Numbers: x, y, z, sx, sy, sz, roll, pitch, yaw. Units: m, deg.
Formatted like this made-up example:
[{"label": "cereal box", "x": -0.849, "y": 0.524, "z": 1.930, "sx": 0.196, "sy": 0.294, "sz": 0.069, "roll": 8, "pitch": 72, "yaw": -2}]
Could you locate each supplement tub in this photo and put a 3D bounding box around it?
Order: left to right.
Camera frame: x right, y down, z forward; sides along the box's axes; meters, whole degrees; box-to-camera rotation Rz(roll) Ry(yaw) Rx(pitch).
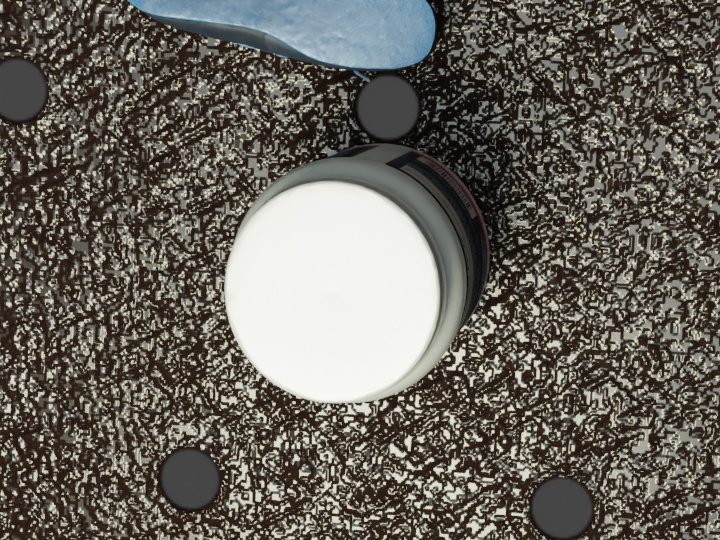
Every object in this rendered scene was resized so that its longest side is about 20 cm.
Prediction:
[{"label": "supplement tub", "x": 0.000, "y": 0.000, "z": 1.207, "sx": 0.139, "sy": 0.200, "sz": 0.142, "roll": 1, "pitch": 97, "yaw": 10}]

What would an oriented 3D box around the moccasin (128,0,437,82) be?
[{"label": "moccasin", "x": -0.046, "y": -0.172, "z": 1.263, "sx": 0.198, "sy": 0.068, "sz": 0.081, "roll": 17, "pitch": 92, "yaw": 6}]
